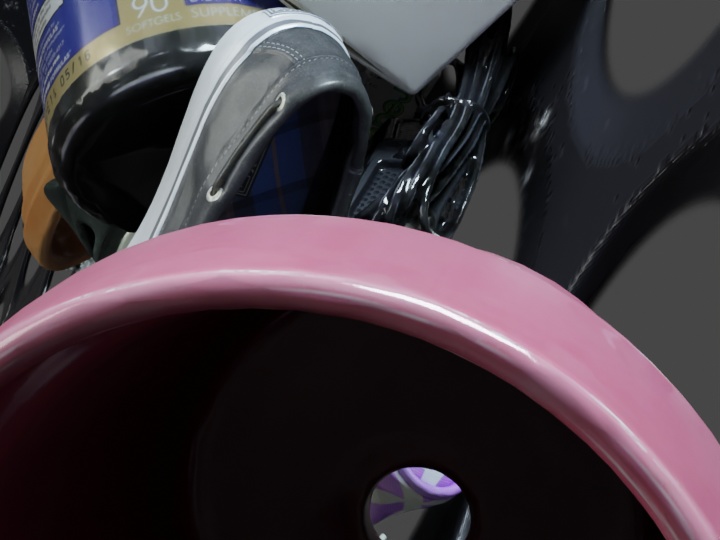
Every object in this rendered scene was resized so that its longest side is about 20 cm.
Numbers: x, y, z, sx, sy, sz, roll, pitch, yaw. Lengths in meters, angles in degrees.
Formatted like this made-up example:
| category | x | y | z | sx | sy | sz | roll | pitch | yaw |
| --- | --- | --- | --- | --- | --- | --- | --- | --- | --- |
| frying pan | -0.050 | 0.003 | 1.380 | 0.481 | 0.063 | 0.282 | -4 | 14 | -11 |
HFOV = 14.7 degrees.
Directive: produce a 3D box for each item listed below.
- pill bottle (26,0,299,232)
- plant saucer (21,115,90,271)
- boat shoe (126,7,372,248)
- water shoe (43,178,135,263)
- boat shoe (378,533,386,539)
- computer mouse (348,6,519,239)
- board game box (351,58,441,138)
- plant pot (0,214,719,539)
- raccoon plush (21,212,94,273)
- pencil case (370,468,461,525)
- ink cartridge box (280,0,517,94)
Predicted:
| category | x | y | z | sx | sy | sz | roll | pitch | yaw |
| --- | --- | --- | --- | --- | --- | --- | --- | --- | --- |
| pill bottle | -0.075 | -0.121 | 1.066 | 0.112 | 0.111 | 0.201 | -55 | 38 | 45 |
| plant saucer | -0.081 | -0.084 | 1.219 | 0.200 | 0.037 | 0.200 | -47 | -7 | -8 |
| boat shoe | -0.042 | 0.011 | 0.963 | 0.201 | 0.070 | 0.066 | -67 | 31 | 17 |
| water shoe | -0.068 | -0.017 | 1.165 | 0.072 | 0.079 | 0.200 | -48 | -16 | 0 |
| boat shoe | -0.039 | 0.111 | 0.973 | 0.200 | 0.062 | 0.075 | -50 | -9 | -28 |
| computer mouse | 0.000 | 0.000 | 1.050 | 0.200 | 0.053 | 0.139 | -46 | 12 | 41 |
| board game box | -0.012 | -0.070 | 1.266 | 0.127 | 0.035 | 0.200 | -78 | 16 | -44 |
| plant pot | -0.001 | 0.075 | 0.617 | 0.201 | 0.199 | 0.179 | -64 | -3 | 18 |
| raccoon plush | -0.138 | -0.071 | 1.718 | 0.134 | 0.097 | 0.200 | -56 | 14 | 13 |
| pencil case | -0.059 | 0.061 | 0.902 | 0.199 | 0.084 | 0.085 | -21 | 2 | 23 |
| ink cartridge box | 0.042 | -0.182 | 1.037 | 0.146 | 0.085 | 0.200 | -41 | 25 | 30 |
